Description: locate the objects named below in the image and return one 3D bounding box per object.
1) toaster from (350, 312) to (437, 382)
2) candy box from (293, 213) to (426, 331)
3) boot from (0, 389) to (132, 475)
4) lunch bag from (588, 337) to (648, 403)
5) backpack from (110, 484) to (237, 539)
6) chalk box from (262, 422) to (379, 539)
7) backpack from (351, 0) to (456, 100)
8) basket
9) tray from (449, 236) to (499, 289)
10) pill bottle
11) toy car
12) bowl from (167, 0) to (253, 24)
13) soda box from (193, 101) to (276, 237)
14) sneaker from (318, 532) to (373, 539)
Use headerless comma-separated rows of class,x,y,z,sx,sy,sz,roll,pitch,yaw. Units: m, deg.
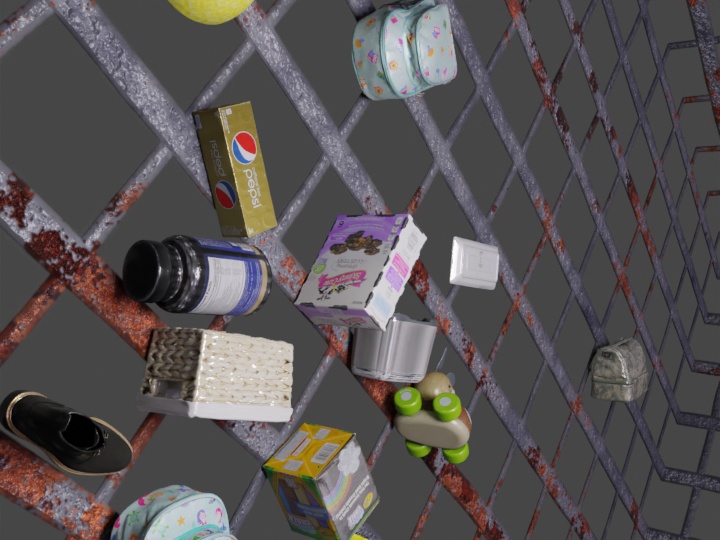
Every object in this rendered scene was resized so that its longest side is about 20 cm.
toaster,0.058,0.143,1.476,0.200,0.114,0.129,14,84,-52
candy box,0.000,0.000,1.352,0.072,0.168,0.200,48,56,-40
boot,-0.340,0.222,0.975,0.200,0.138,0.078,40,62,-45
lunch bag,0.790,0.299,2.352,0.200,0.139,0.168,-7,99,-51
backpack,-0.258,0.413,1.089,0.177,0.150,0.200,-10,95,-49
chalk box,-0.059,0.387,1.341,0.124,0.124,0.200,-42,124,-42
backpack,0.082,-0.411,1.445,0.200,0.153,0.176,-31,121,-38
basket,-0.207,0.156,1.140,0.200,0.135,0.124,18,74,-49
tray,0.273,-0.014,1.798,0.200,0.022,0.108,9,85,-50
pill bottle,-0.234,0.008,1.113,0.200,0.112,0.112,7,87,-50
toy car,0.168,0.266,1.602,0.200,0.158,0.164,-62,148,-44
bowl,-0.202,-0.471,1.127,0.200,0.108,0.200,-3,94,-51
soda box,-0.192,-0.154,1.191,0.068,0.064,0.200,-28,114,-46
sneaker,-0.015,0.537,1.452,0.200,0.078,0.085,38,70,-35
